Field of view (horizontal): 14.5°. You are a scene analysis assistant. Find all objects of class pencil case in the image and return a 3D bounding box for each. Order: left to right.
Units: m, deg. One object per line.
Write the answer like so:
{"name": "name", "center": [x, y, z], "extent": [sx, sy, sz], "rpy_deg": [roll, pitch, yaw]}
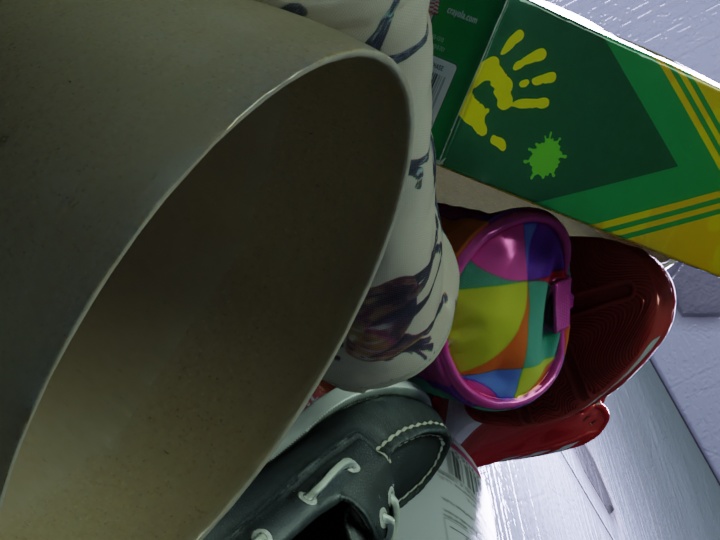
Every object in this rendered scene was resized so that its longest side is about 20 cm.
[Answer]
{"name": "pencil case", "center": [-0.008, -0.054, 0.954], "extent": [0.200, 0.078, 0.090], "rpy_deg": [84, -1, -47]}
{"name": "pencil case", "center": [0.000, 0.000, 1.142], "extent": [0.200, 0.088, 0.088], "rpy_deg": [17, -33, 49]}

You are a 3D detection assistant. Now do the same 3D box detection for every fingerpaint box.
{"name": "fingerpaint box", "center": [0.052, -0.076, 1.133], "extent": [0.167, 0.073, 0.200], "rpy_deg": [20, 5, -36]}

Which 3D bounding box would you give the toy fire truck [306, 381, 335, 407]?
{"name": "toy fire truck", "center": [-0.016, 0.063, 1.300], "extent": [0.200, 0.112, 0.168], "rpy_deg": [60, 34, -16]}

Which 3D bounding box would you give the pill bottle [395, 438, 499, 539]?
{"name": "pill bottle", "center": [0.004, 0.146, 1.093], "extent": [0.113, 0.113, 0.200], "rpy_deg": [59, 10, -24]}

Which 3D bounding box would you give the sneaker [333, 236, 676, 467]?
{"name": "sneaker", "center": [0.082, 0.033, 1.205], "extent": [0.115, 0.200, 0.078], "rpy_deg": [-11, 78, -44]}

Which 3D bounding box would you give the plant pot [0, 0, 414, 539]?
{"name": "plant pot", "center": [-0.096, -0.008, 0.846], "extent": [0.134, 0.200, 0.200], "rpy_deg": [31, -1, 18]}

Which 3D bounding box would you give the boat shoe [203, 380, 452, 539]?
{"name": "boat shoe", "center": [-0.024, 0.094, 1.004], "extent": [0.060, 0.076, 0.200], "rpy_deg": [36, 36, 25]}

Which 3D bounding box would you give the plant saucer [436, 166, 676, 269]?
{"name": "plant saucer", "center": [0.048, -0.037, 1.273], "extent": [0.200, 0.032, 0.200], "rpy_deg": [21, 19, -7]}
